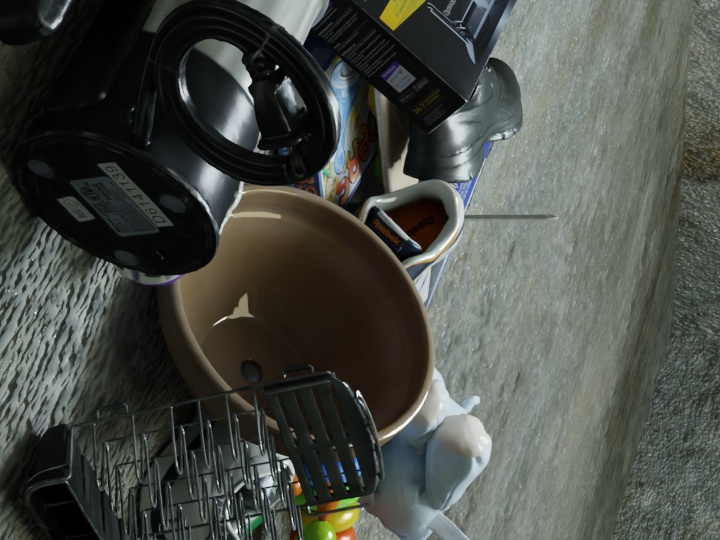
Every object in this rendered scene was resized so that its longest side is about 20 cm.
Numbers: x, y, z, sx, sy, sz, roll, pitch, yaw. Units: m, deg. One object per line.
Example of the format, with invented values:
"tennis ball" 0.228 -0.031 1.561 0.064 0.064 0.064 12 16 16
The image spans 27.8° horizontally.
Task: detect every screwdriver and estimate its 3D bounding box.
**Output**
"screwdriver" 0.061 -0.039 1.193 0.028 0.199 0.029 -20 115 -85

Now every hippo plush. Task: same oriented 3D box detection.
"hippo plush" 0.061 0.144 1.286 0.200 0.159 0.161 50 31 -9

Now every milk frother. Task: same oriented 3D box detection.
"milk frother" -0.069 -0.118 0.768 0.181 0.199 0.189 68 36 -51

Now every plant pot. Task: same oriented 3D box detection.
"plant pot" -0.057 0.049 0.985 0.093 0.201 0.201 -45 -171 42

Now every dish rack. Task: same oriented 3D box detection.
"dish rack" -0.085 0.129 0.871 0.154 0.199 0.055 75 4 -50

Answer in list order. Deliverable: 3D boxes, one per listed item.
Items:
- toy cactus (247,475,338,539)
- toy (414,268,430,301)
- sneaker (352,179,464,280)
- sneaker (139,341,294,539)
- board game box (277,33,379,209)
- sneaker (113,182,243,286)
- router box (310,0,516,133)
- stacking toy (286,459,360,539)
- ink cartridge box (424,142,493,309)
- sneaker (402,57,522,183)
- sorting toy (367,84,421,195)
"toy cactus" -0.093 0.216 1.072 0.165 0.102 0.201 7 95 -53
"toy" 0.012 0.023 1.289 0.115 0.047 0.200 -48 162 -14
"sneaker" 0.000 0.000 1.125 0.200 0.078 0.079 -45 167 -13
"sneaker" -0.074 0.121 1.033 0.200 0.080 0.077 -59 150 -35
"board game box" -0.013 -0.139 1.170 0.200 0.034 0.136 -61 154 -45
"sneaker" -0.094 -0.066 0.914 0.084 0.080 0.201 84 23 -54
"router box" 0.039 -0.225 1.109 0.052 0.157 0.200 -36 -160 46
"stacking toy" -0.033 0.180 1.178 0.085 0.085 0.201 -29 122 -66
"ink cartridge box" 0.073 -0.049 1.356 0.200 0.044 0.094 105 8 -64
"sneaker" 0.091 -0.146 1.210 0.200 0.075 0.091 -57 150 -57
"sorting toy" 0.044 -0.153 1.235 0.201 0.036 0.186 89 20 -45
